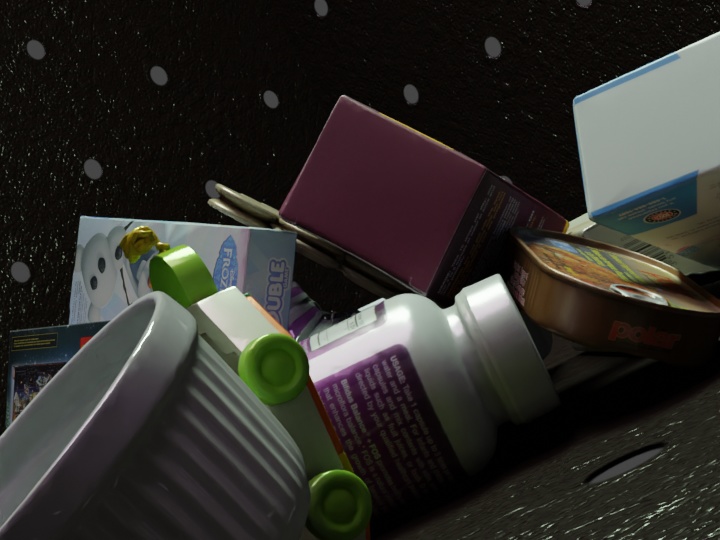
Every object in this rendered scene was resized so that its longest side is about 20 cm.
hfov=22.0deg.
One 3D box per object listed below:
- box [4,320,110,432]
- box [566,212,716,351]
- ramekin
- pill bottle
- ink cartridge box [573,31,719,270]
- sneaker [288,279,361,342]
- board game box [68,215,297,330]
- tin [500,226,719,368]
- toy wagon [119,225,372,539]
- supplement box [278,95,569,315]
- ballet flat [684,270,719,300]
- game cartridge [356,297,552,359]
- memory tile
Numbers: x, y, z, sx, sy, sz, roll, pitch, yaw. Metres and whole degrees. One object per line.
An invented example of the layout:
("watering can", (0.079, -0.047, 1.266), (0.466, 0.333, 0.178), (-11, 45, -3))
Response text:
("box", (-0.160, 0.102, 1.173), (0.037, 0.138, 0.199), (8, -10, -40))
("box", (0.185, 0.001, 1.301), (0.077, 0.096, 0.200), (-26, -1, -6))
("ramekin", (-0.111, 0.117, 0.782), (0.200, 0.105, 0.200), (-45, 12, 13))
("pill bottle", (0.008, 0.082, 1.052), (0.199, 0.113, 0.112), (-26, 1, 4))
("ink cartridge box", (0.244, -0.067, 1.117), (0.144, 0.085, 0.199), (-22, -27, 35))
("sneaker", (-0.020, 0.046, 1.254), (0.139, 0.078, 0.201), (-16, 43, 12))
("board game box", (-0.124, 0.069, 1.199), (0.043, 0.202, 0.198), (6, -1, -39))
("tin", (0.144, 0.014, 1.080), (0.111, 0.042, 0.200), (9, 10, -7))
("toy wagon", (-0.058, 0.066, 0.906), (0.039, 0.201, 0.155), (-24, 0, -24))
("supplement box", (0.046, -0.033, 1.179), (0.086, 0.110, 0.200), (-62, -21, 3))
("ballet flat", (0.239, -0.004, 1.117), (0.066, 0.057, 0.200), (-25, 0, -38))
("game cartridge", (0.039, 0.065, 1.359), (0.199, 0.041, 0.133), (-26, -34, 6))
("memory tile", (0.000, 0.000, 1.230), (0.017, 0.199, 0.153), (-62, -13, 2))
